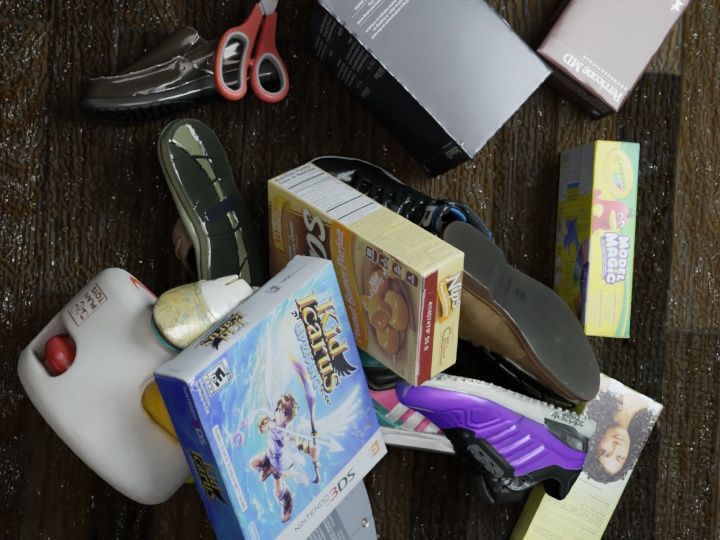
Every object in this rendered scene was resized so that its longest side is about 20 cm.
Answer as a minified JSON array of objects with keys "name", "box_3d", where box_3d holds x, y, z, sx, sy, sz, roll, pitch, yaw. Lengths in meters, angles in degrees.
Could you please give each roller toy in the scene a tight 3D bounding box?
[{"name":"roller toy","box_3d":[-0.194,0.095,1.042,0.140,0.200,0.182,-45,81,-4]}]

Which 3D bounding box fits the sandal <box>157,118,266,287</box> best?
[{"name":"sandal","box_3d":[-0.142,-0.040,1.105,0.079,0.057,0.204,-27,106,-45]}]

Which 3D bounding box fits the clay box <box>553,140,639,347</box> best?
[{"name":"clay box","box_3d":[0.218,-0.014,1.118,0.047,0.115,0.204,2,91,-6]}]

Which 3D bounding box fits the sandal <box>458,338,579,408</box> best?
[{"name":"sandal","box_3d":[0.135,0.061,1.133,0.200,0.080,0.058,41,73,-4]}]

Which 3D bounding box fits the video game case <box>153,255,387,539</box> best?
[{"name":"video game case","box_3d":[-0.065,0.121,0.988,0.181,0.045,0.203,-41,126,-41]}]

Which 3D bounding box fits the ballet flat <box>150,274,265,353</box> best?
[{"name":"ballet flat","box_3d":[-0.106,0.035,1.015,0.070,0.199,0.072,-2,83,22]}]

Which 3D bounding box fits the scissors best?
[{"name":"scissors","box_3d":[-0.091,-0.245,1.095,0.072,0.014,0.204,12,72,-20]}]

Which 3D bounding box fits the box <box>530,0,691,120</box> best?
[{"name":"box","box_3d":[0.252,-0.257,1.142,0.099,0.075,0.202,34,89,-5]}]

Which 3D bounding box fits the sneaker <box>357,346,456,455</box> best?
[{"name":"sneaker","box_3d":[0.067,0.101,1.124,0.196,0.084,0.123,7,99,-4]}]

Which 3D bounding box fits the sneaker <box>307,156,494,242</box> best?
[{"name":"sneaker","box_3d":[0.040,-0.057,1.099,0.198,0.112,0.074,28,79,-7]}]

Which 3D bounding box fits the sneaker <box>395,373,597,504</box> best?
[{"name":"sneaker","box_3d":[0.117,0.156,1.061,0.197,0.069,0.101,19,83,-18]}]

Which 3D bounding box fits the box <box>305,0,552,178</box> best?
[{"name":"box","box_3d":[0.052,-0.189,1.059,0.104,0.200,0.182,-45,95,-4]}]

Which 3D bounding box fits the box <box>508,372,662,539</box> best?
[{"name":"box","box_3d":[0.213,0.203,1.152,0.074,0.050,0.203,25,89,-5]}]

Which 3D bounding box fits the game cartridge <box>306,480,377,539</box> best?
[{"name":"game cartridge","box_3d":[-0.056,0.212,1.082,0.133,0.040,0.202,-37,118,-30]}]

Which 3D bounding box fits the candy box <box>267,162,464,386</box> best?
[{"name":"candy box","box_3d":[0.000,0.000,1.046,0.055,0.199,0.117,-26,133,-36]}]

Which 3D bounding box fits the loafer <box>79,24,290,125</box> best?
[{"name":"loafer","box_3d":[-0.166,-0.187,1.108,0.197,0.073,0.073,-15,88,-15]}]

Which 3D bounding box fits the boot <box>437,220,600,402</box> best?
[{"name":"boot","box_3d":[0.128,0.046,1.049,0.200,0.075,0.074,43,43,-6]}]
